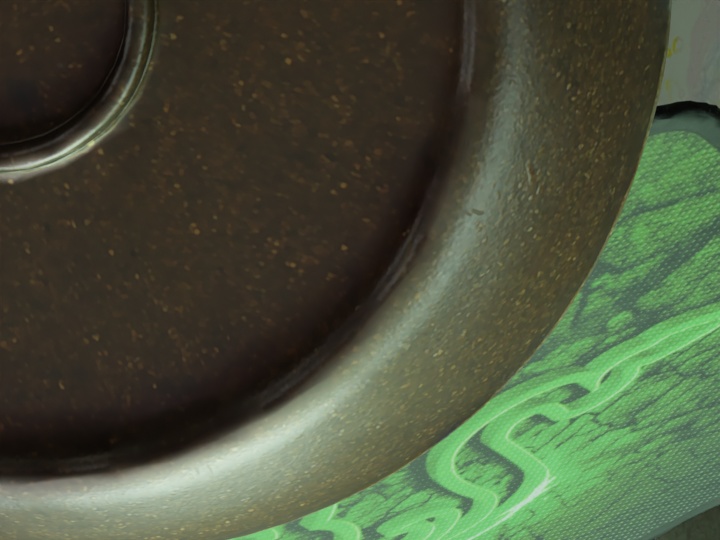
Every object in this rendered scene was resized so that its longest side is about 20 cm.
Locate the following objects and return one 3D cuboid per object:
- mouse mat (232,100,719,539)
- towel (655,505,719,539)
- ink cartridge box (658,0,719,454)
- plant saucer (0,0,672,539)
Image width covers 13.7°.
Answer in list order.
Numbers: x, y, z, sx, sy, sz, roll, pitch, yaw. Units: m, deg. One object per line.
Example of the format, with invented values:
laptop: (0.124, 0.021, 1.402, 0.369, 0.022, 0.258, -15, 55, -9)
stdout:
mouse mat: (0.005, 0.044, 0.580, 0.200, 0.008, 0.161, -29, 151, 14)
towel: (0.046, 0.021, 0.782, 0.132, 0.201, 0.034, 16, 162, -21)
ink cartridge box: (0.040, -0.028, 0.673, 0.200, 0.129, 0.125, 20, 171, -38)
plant saucer: (-0.053, -0.044, 0.455, 0.200, 0.201, 0.034, 13, -161, 5)
